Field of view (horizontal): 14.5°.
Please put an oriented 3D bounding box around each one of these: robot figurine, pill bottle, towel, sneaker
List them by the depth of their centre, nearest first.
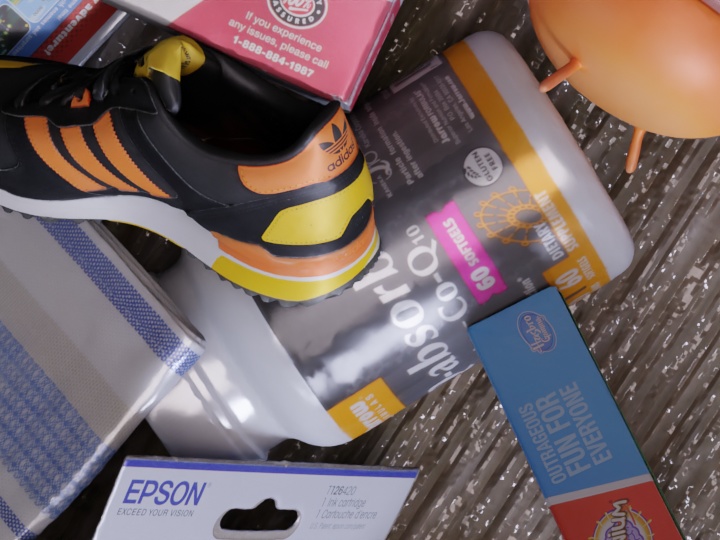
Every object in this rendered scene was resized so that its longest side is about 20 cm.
[{"bbox_3d":[-0.082,-0.060,1.070,0.200,0.070,0.090,21,139,23],"label":"sneaker"},{"bbox_3d":[0.141,-0.138,1.113,0.117,0.144,0.200,33,87,-5],"label":"robot figurine"},{"bbox_3d":[-0.163,0.055,1.120,0.200,0.024,0.147,-49,60,6],"label":"towel"},{"bbox_3d":[0.000,0.000,1.143,0.200,0.116,0.116,-33,104,3],"label":"pill bottle"}]

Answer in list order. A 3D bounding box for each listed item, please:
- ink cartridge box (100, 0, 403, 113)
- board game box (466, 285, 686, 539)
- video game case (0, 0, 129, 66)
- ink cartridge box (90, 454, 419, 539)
[{"bbox_3d":[-0.027,-0.180,1.087,0.145,0.083,0.200,25,91,2],"label":"ink cartridge box"},{"bbox_3d":[0.112,0.122,1.122,0.040,0.153,0.200,-26,137,3],"label":"board game box"},{"bbox_3d":[-0.166,-0.171,1.137,0.200,0.017,0.143,43,96,-13],"label":"video game case"},{"bbox_3d":[-0.081,0.159,1.149,0.047,0.198,0.200,27,100,34],"label":"ink cartridge box"}]
